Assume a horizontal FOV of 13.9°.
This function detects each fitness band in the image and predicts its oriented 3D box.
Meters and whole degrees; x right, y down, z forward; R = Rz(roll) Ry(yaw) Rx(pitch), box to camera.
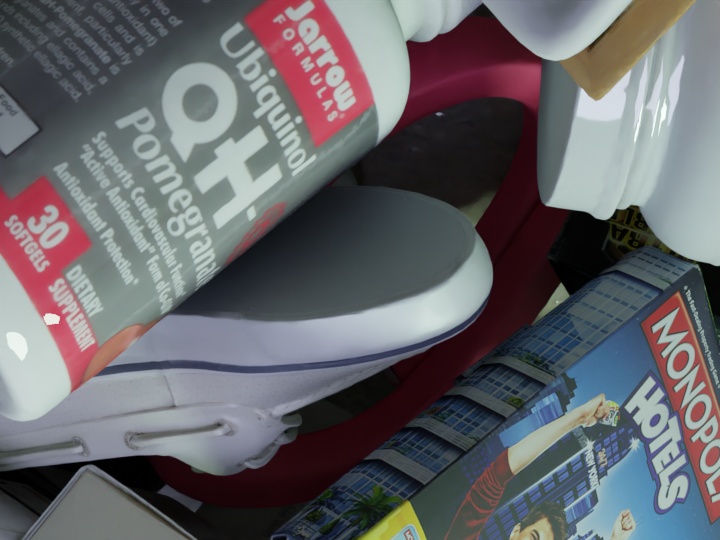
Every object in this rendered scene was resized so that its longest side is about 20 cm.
[{"bbox_3d":[0.000,0.000,0.992,0.143,0.037,0.200,7,128,-41],"label":"fitness band"}]

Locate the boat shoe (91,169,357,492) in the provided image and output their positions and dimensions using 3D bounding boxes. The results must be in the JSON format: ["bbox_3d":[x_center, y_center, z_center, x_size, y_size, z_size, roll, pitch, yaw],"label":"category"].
[{"bbox_3d":[-0.064,0.030,1.070,0.070,0.066,0.200,25,137,-23],"label":"boat shoe"}]

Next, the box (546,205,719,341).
[{"bbox_3d":[0.175,0.040,0.983,0.199,0.046,0.159,20,163,28],"label":"box"}]

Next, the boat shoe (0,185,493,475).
[{"bbox_3d":[-0.046,0.027,0.912,0.199,0.071,0.070,-11,124,21],"label":"boat shoe"}]

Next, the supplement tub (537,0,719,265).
[{"bbox_3d":[0.159,-0.068,0.869,0.199,0.145,0.145,6,140,-2],"label":"supplement tub"}]

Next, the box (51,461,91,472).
[{"bbox_3d":[-0.205,0.120,1.073,0.199,0.079,0.141,-21,167,-31],"label":"box"}]

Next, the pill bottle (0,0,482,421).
[{"bbox_3d":[-0.056,-0.058,0.864,0.200,0.111,0.111,-40,140,-16],"label":"pill bottle"}]

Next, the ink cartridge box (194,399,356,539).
[{"bbox_3d":[-0.026,0.130,1.138,0.068,0.116,0.201,25,144,20],"label":"ink cartridge box"}]

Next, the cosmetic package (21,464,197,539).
[{"bbox_3d":[-0.051,0.163,0.956,0.073,0.104,0.200,29,166,41],"label":"cosmetic package"}]

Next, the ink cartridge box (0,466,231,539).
[{"bbox_3d":[-0.138,0.137,0.976,0.200,0.084,0.145,19,100,-46],"label":"ink cartridge box"}]

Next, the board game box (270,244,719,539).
[{"bbox_3d":[0.073,0.090,0.935,0.062,0.200,0.201,29,148,44],"label":"board game box"}]

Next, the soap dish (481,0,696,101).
[{"bbox_3d":[0.049,-0.168,0.745,0.200,0.081,0.157,51,133,10],"label":"soap dish"}]
